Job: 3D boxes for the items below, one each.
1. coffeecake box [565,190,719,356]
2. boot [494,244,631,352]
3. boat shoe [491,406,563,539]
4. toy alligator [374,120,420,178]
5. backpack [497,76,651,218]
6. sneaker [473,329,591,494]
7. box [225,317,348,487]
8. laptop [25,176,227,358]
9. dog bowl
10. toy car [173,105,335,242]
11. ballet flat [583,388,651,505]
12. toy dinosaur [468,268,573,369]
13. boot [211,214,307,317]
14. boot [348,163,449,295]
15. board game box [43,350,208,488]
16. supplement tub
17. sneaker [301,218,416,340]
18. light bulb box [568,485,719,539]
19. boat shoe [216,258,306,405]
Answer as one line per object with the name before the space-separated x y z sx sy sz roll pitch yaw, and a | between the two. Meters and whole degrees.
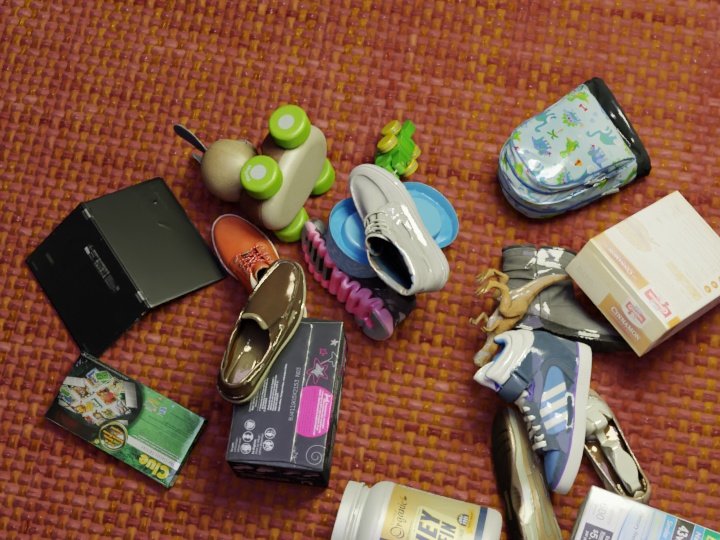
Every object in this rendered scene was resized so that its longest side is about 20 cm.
coffeecake box | 0.396 0.001 1.713 0.200 0.073 0.154 -26 70 -37
boot | 0.281 0.033 1.751 0.199 0.070 0.132 13 73 5
boat shoe | 0.222 0.275 1.679 0.076 0.072 0.201 -5 77 -15
toy alligator | 0.042 -0.151 1.803 0.054 0.059 0.200 -31 24 26
backpack | 0.284 -0.161 1.794 0.199 0.154 0.164 -29 79 5
sneaker | 0.211 0.175 1.647 0.146 0.081 0.201 10 79 -2
box | -0.094 0.171 1.694 0.131 0.115 0.201 6 69 5
laptop | -0.331 -0.004 1.819 0.200 0.116 0.188 -42 72 18
dog bowl | 0.039 -0.052 1.763 0.199 0.050 0.112 -17 66 -33
toy car | -0.160 -0.153 1.796 0.199 0.164 0.158 21 72 22
ballet flat | 0.321 0.222 1.686 0.068 0.067 0.200 -29 72 -8
toy dinosaur | 0.204 0.042 1.713 0.200 0.060 0.106 -45 107 -8
boot | -0.141 -0.009 1.764 0.075 0.107 0.200 -35 72 -8
boot | 0.034 -0.055 1.666 0.074 0.095 0.200 -44 74 26
board game box | -0.315 0.200 1.735 0.199 0.023 0.105 28 79 11
supplement tub | 0.066 0.347 1.611 0.199 0.144 0.145 13 72 6
sneaker | 0.000 0.000 1.781 0.095 0.079 0.200 -34 76 -25
light bulb box | 0.343 0.400 1.593 0.199 0.125 0.199 19 72 9
boat shoe | -0.122 0.070 1.633 0.074 0.075 0.203 17 70 9
